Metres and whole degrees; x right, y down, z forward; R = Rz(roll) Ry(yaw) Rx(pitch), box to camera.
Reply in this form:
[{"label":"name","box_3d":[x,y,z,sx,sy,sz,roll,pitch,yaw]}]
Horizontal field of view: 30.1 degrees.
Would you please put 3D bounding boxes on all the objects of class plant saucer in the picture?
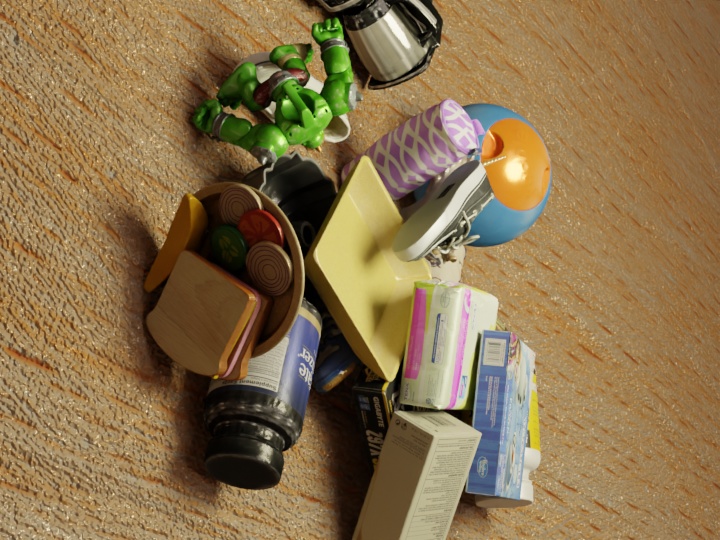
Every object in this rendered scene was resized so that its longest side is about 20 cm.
[{"label":"plant saucer","box_3d":[0.003,0.000,1.605,0.201,0.048,0.201,59,35,-28]}]

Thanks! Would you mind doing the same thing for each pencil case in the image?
[{"label":"pencil case","box_3d":[0.066,-0.148,1.752,0.085,0.199,0.085,-12,77,-56]},{"label":"pencil case","box_3d":[0.099,0.048,1.834,0.090,0.077,0.202,56,36,-50]}]

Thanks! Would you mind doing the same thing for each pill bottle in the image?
[{"label":"pill bottle","box_3d":[-0.110,0.130,1.466,0.112,0.111,0.202,41,46,-40]},{"label":"pill bottle","box_3d":[0.197,0.227,1.882,0.111,0.110,0.203,22,60,-50]}]

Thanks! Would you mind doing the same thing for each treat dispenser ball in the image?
[{"label":"treat dispenser ball","box_3d":[0.171,-0.134,1.899,0.200,0.199,0.204,26,57,-49]}]

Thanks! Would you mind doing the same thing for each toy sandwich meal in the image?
[{"label":"toy sandwich meal","box_3d":[-0.148,0.009,1.396,0.070,0.203,0.208,-12,88,-58]}]

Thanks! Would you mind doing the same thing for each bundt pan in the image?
[{"label":"bundt pan","box_3d":[-0.090,-0.034,1.583,0.201,0.075,0.205,30,54,-51]}]

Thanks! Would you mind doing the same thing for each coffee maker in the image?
[{"label":"coffee maker","box_3d":[0.015,-0.382,1.851,0.201,0.134,0.193,53,17,-32]}]

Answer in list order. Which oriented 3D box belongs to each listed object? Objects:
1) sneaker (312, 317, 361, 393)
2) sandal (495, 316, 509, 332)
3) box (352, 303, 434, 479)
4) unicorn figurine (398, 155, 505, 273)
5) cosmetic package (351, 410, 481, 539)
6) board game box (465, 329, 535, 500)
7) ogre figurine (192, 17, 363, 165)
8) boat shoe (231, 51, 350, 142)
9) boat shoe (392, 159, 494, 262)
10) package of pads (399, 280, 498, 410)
[{"label":"sneaker","box_3d":[-0.029,0.068,1.662,0.088,0.075,0.201,47,37,-13]},{"label":"sandal","box_3d":[0.157,0.076,1.858,0.054,0.200,0.080,-45,105,-6]},{"label":"box","box_3d":[0.051,0.169,1.687,0.160,0.049,0.202,-59,147,-45]},{"label":"unicorn figurine","box_3d":[0.098,-0.069,1.776,0.073,0.198,0.139,25,54,-45]},{"label":"cosmetic package","box_3d":[0.063,0.274,1.613,0.105,0.071,0.202,8,105,-50]},{"label":"board game box","box_3d":[0.183,0.191,1.725,0.199,0.043,0.203,35,61,-72]},{"label":"ogre figurine","box_3d":[-0.086,-0.196,1.538,0.198,0.099,0.120,-23,58,-22]},{"label":"boat shoe","box_3d":[-0.076,-0.200,1.658,0.201,0.075,0.087,25,27,-56]},{"label":"boat shoe","box_3d":[0.109,-0.059,1.668,0.069,0.073,0.200,58,41,-17]},{"label":"package of pads","box_3d":[0.112,0.093,1.670,0.200,0.067,0.157,18,79,-69]}]
